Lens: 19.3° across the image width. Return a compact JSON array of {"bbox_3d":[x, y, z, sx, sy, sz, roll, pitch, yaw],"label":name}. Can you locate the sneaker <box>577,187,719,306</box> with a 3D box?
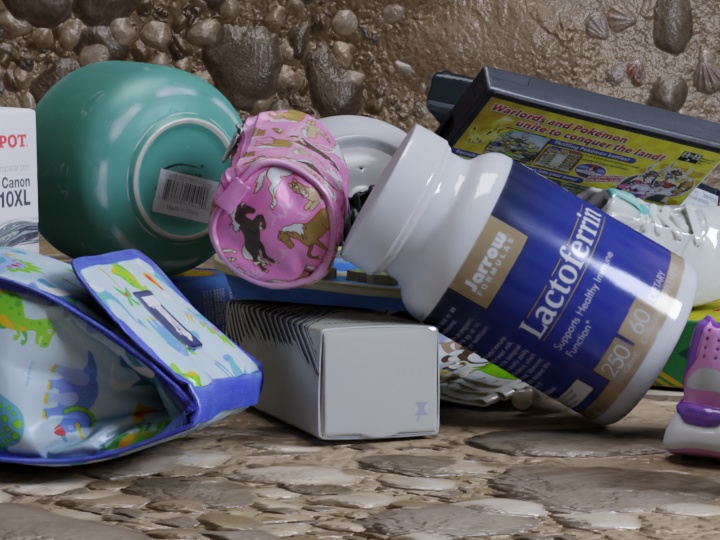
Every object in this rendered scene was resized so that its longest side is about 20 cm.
[{"bbox_3d":[0.191,-0.025,1.474,0.199,0.089,0.076,-7,44,1],"label":"sneaker"}]

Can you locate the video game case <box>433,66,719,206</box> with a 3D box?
[{"bbox_3d":[0.130,-0.059,1.490,0.199,0.026,0.181,11,-40,-25],"label":"video game case"}]

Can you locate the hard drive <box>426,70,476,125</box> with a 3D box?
[{"bbox_3d":[0.159,-0.106,1.618,0.199,0.033,0.140,13,-5,14],"label":"hard drive"}]

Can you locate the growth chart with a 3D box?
[{"bbox_3d":[0.086,0.059,1.446,0.199,0.018,0.144,4,24,43],"label":"growth chart"}]

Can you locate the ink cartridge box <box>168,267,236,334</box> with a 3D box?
[{"bbox_3d":[-0.164,0.039,1.581,0.136,0.077,0.200,2,4,31],"label":"ink cartridge box"}]

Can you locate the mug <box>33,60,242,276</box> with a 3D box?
[{"bbox_3d":[-0.142,-0.081,1.528,0.185,0.153,0.114,-40,29,-23],"label":"mug"}]

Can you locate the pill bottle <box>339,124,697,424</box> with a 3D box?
[{"bbox_3d":[0.095,0.000,1.297,0.199,0.116,0.116,29,4,-4],"label":"pill bottle"}]

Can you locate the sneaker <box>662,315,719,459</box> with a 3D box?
[{"bbox_3d":[0.250,0.056,1.232,0.080,0.089,0.199,2,4,41],"label":"sneaker"}]

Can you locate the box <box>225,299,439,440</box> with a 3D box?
[{"bbox_3d":[-0.022,0.059,1.344,0.082,0.069,0.200,-1,4,-21],"label":"box"}]

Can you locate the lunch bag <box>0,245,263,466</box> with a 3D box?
[{"bbox_3d":[-0.165,0.052,1.216,0.199,0.128,0.170,13,5,9],"label":"lunch bag"}]

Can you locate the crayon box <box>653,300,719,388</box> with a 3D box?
[{"bbox_3d":[0.228,0.050,1.507,0.199,0.051,0.127,3,7,34],"label":"crayon box"}]

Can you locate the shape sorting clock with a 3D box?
[{"bbox_3d":[0.000,0.000,1.427,0.198,0.040,0.200,2,4,0],"label":"shape sorting clock"}]

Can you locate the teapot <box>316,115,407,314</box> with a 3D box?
[{"bbox_3d":[-0.003,-0.046,1.748,0.196,0.201,0.146,16,-13,-6],"label":"teapot"}]

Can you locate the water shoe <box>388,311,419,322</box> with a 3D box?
[{"bbox_3d":[0.062,0.025,1.653,0.071,0.080,0.200,1,6,25],"label":"water shoe"}]

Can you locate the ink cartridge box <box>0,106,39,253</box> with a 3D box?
[{"bbox_3d":[-0.280,-0.006,1.368,0.084,0.202,0.145,2,6,27],"label":"ink cartridge box"}]

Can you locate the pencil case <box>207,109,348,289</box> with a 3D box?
[{"bbox_3d":[-0.050,-0.048,1.361,0.086,0.083,0.200,1,14,-1],"label":"pencil case"}]

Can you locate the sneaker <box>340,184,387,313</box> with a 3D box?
[{"bbox_3d":[-0.014,-0.030,1.578,0.120,0.084,0.200,14,-46,-29],"label":"sneaker"}]

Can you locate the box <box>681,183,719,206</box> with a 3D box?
[{"bbox_3d":[0.154,-0.049,1.641,0.158,0.046,0.200,17,-15,-31],"label":"box"}]
